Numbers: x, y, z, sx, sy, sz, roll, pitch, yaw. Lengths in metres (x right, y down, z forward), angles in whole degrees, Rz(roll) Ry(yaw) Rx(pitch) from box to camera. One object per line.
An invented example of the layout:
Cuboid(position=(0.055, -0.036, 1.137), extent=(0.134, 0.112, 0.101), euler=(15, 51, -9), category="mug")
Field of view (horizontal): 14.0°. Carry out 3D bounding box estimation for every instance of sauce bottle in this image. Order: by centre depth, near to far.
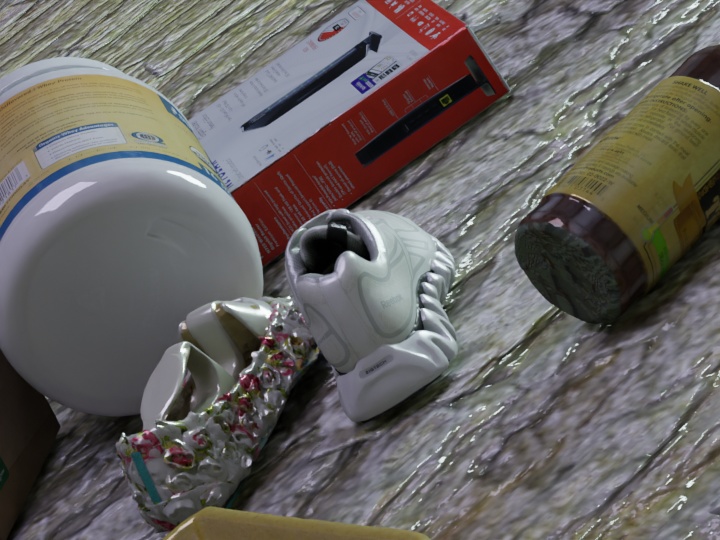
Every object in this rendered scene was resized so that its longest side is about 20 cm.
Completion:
Cuboid(position=(0.154, -0.059, 1.330), extent=(0.200, 0.065, 0.065), euler=(-44, 20, -24), category="sauce bottle")

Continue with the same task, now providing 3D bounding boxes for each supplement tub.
Cuboid(position=(-0.143, -0.024, 1.588), extent=(0.145, 0.145, 0.200), euler=(-35, 30, 1), category="supplement tub")

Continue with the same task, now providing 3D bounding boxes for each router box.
Cuboid(position=(-0.018, -0.092, 1.742), extent=(0.179, 0.049, 0.200), euler=(-35, 18, -2), category="router box")

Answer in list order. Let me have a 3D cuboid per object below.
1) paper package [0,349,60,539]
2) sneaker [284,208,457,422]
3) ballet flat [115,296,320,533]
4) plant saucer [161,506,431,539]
Cuboid(position=(-0.276, 0.126, 1.559), extent=(0.191, 0.103, 0.200), euler=(-27, 19, 23), category="paper package")
Cuboid(position=(0.000, 0.000, 1.430), extent=(0.075, 0.081, 0.200), euler=(-35, 16, 7), category="sneaker")
Cuboid(position=(-0.067, 0.053, 1.438), extent=(0.076, 0.064, 0.200), euler=(-27, 19, 25), category="ballet flat")
Cuboid(position=(-0.074, 0.180, 1.152), extent=(0.200, 0.048, 0.200), euler=(-43, 19, -24), category="plant saucer")
